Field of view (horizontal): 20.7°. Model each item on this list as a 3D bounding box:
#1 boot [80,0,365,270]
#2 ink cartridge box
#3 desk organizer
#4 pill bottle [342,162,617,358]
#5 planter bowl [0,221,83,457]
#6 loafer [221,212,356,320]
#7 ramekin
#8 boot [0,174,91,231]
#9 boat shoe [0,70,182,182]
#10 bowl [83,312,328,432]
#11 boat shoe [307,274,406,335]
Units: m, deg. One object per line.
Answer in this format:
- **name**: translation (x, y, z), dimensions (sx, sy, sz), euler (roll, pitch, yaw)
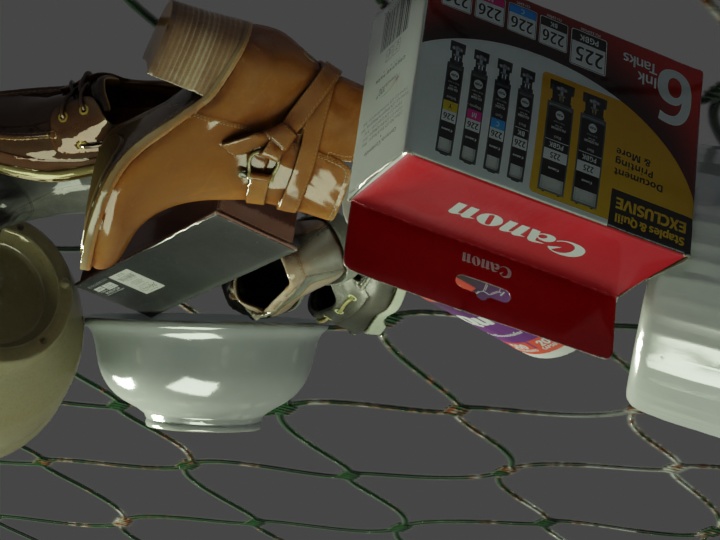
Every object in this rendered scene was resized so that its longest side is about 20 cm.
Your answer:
- **boot**: translation (-0.089, -0.065, 1.281), dimensions (0.154, 0.201, 0.077), euler (21, -164, -17)
- **ink cartridge box**: translation (0.100, -0.063, 1.191), dimensions (0.198, 0.177, 0.084), euler (18, 154, -21)
- **desk organizer**: translation (-0.125, -0.035, 1.445), dimensions (0.071, 0.078, 0.199), euler (24, 152, -30)
- **pill bottle**: translation (0.084, -0.022, 1.363), dimensions (0.199, 0.114, 0.112), euler (27, 150, -36)
- **planter bowl**: translation (-0.297, 0.034, 1.508), dimensions (0.199, 0.202, 0.135), euler (18, 152, -20)
- **loafer**: translation (-0.069, 0.000, 1.478), dimensions (0.062, 0.072, 0.200), euler (-24, -179, -29)
- **ramekin**: translation (0.239, 0.013, 1.297), dimensions (0.097, 0.202, 0.201), euler (13, 157, 10)
- **boot**: translation (-0.254, -0.038, 1.398), dimensions (0.198, 0.132, 0.070), euler (-6, 121, 26)
- **boat shoe**: translation (-0.178, -0.105, 1.331), dimensions (0.198, 0.072, 0.068), euler (3, 136, 3)
- **bowl**: translation (-0.126, 0.082, 1.599), dimensions (0.199, 0.091, 0.201), euler (2, -179, 0)
- **boat shoe**: translation (0.000, 0.000, 1.489), dimensions (0.060, 0.072, 0.201), euler (7, 159, -6)
